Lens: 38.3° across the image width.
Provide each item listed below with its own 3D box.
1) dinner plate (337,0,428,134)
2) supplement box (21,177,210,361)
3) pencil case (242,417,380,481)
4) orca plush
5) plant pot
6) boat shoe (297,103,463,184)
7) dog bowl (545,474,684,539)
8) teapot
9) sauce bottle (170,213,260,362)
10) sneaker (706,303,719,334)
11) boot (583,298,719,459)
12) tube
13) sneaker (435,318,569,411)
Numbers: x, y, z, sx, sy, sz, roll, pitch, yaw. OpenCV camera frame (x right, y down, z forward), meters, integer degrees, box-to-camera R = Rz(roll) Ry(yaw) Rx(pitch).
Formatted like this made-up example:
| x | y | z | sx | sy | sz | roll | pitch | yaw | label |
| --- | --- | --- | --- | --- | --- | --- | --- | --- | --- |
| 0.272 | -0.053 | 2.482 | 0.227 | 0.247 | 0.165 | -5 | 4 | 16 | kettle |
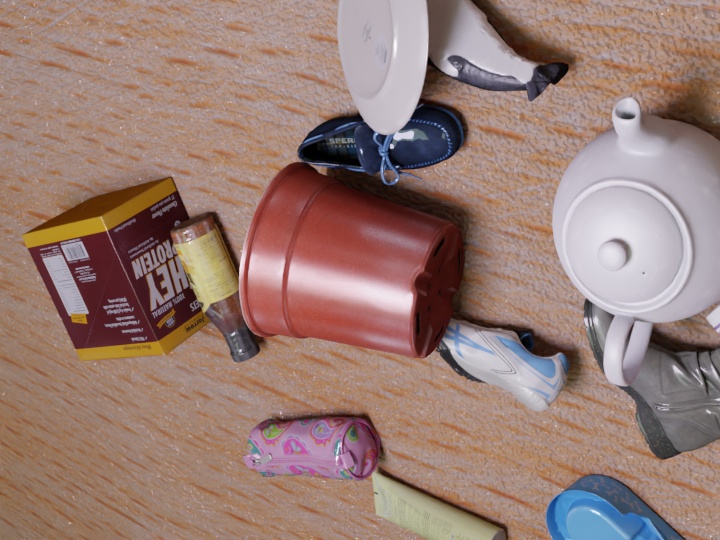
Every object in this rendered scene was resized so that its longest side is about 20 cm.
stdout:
| x | y | z | sx | sy | sz | roll | pitch | yaw | label |
| --- | --- | --- | --- | --- | --- | --- | --- | --- | --- |
| 0.013 | -0.235 | 1.017 | 0.200 | 0.024 | 0.203 | 171 | 90 | -66 | dinner plate |
| -0.325 | 0.003 | 1.432 | 0.195 | 0.133 | 0.202 | -7 | 111 | 41 | supplement box |
| -0.068 | 0.243 | 1.406 | 0.198 | 0.087 | 0.088 | -8 | 111 | 41 | pencil case |
| 0.110 | -0.221 | 1.009 | 0.198 | 0.071 | 0.106 | 23 | 84 | 21 | orca plush |
| 0.000 | 0.000 | 1.139 | 0.193 | 0.201 | 0.203 | 15 | 125 | 21 | plant pot |
| 0.018 | -0.128 | 1.118 | 0.198 | 0.069 | 0.085 | -6 | 112 | 41 | boat shoe |
| 0.303 | 0.314 | 1.171 | 0.200 | 0.049 | 0.112 | 43 | 135 | 11 | dog bowl |
| 0.248 | -0.029 | 0.924 | 0.201 | 0.146 | 0.197 | 51 | 130 | 5 | teapot |
| -0.190 | 0.027 | 1.385 | 0.065 | 0.066 | 0.202 | -8 | 109 | 41 | sauce bottle |
| 0.398 | 0.027 | 0.892 | 0.115 | 0.072 | 0.201 | 53 | 149 | 19 | sneaker |
| 0.317 | 0.090 | 1.023 | 0.130 | 0.068 | 0.201 | -25 | 103 | 37 | boot |
| 0.095 | 0.324 | 1.353 | 0.198 | 0.052 | 0.059 | 15 | 84 | 36 | tube |
| 0.147 | 0.090 | 1.161 | 0.199 | 0.073 | 0.072 | 26 | 159 | 40 | sneaker |
